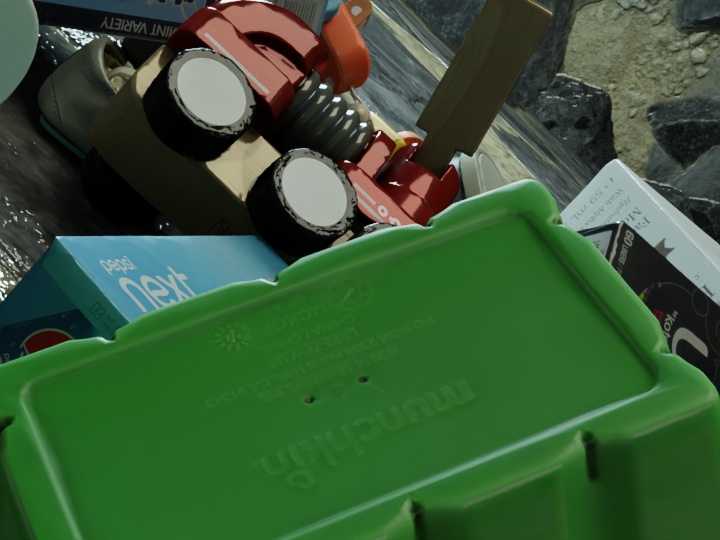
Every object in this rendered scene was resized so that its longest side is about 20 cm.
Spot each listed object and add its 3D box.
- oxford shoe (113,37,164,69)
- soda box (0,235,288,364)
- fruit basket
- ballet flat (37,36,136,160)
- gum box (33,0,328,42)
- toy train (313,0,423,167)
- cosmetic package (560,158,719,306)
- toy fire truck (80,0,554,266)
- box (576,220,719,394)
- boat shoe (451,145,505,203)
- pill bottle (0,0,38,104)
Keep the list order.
[{"bbox_3d":[-0.070,-0.086,0.963,0.200,0.075,0.070,45,12,2],"label":"oxford shoe"},{"bbox_3d":[-0.071,0.031,0.614,0.068,0.064,0.200,46,13,10],"label":"soda box"},{"bbox_3d":[-0.005,0.091,0.445,0.215,0.216,0.156,31,18,-45],"label":"fruit basket"},{"bbox_3d":[-0.079,-0.042,0.823,0.200,0.064,0.067,42,12,-10],"label":"ballet flat"},{"bbox_3d":[-0.138,-0.179,0.900,0.169,0.045,0.200,4,23,-33],"label":"gum box"},{"bbox_3d":[-0.007,-0.093,0.976,0.150,0.056,0.200,59,-20,16],"label":"toy train"},{"bbox_3d":[0.238,0.053,1.271,0.165,0.165,0.200,34,15,-37],"label":"cosmetic package"},{"bbox_3d":[-0.008,-0.075,0.781,0.176,0.129,0.200,43,48,-8],"label":"toy fire truck"},{"bbox_3d":[0.179,0.075,1.043,0.200,0.106,0.123,37,59,-30],"label":"box"},{"bbox_3d":[0.062,0.013,0.969,0.075,0.062,0.201,37,39,-50],"label":"boat shoe"},{"bbox_3d":[-0.210,-0.147,0.646,0.200,0.111,0.111,52,15,31],"label":"pill bottle"}]
